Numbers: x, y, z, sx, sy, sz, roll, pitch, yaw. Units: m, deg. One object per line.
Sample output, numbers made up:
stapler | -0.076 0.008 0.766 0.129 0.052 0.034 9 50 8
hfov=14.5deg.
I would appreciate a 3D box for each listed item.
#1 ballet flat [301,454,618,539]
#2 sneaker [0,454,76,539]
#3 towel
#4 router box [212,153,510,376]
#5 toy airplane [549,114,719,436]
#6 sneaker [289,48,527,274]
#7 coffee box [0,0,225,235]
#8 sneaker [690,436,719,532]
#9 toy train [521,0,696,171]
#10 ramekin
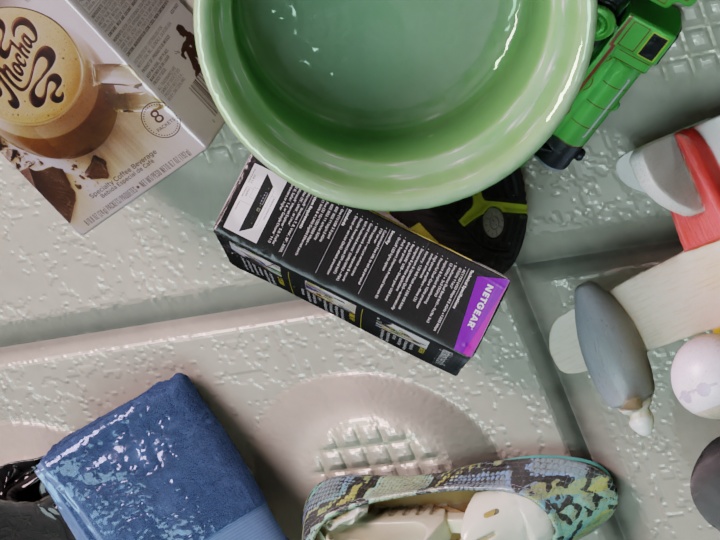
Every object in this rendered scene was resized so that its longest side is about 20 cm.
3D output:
ballet flat | 0.055 0.155 1.688 0.200 0.074 0.074 -9 120 26
sneaker | -0.163 0.153 1.774 0.200 0.060 0.104 -14 122 32
towel | -0.103 0.169 1.710 0.112 0.049 0.200 -32 86 6
router box | 0.000 0.000 1.529 0.149 0.200 0.051 27 86 1
toy airplane | 0.198 0.015 1.485 0.199 0.141 0.200 22 136 16
sneaker | 0.014 -0.074 1.551 0.200 0.075 0.076 49 148 -14
coffee box | -0.174 -0.133 1.562 0.113 0.080 0.200 -33 108 36
sneaker | 0.278 0.151 1.592 0.200 0.086 0.080 39 98 3
toy train | 0.132 -0.124 1.481 0.056 0.042 0.200 27 130 -12
ramekin | 0.013 -0.137 1.432 0.200 0.098 0.200 -1 104 -5
